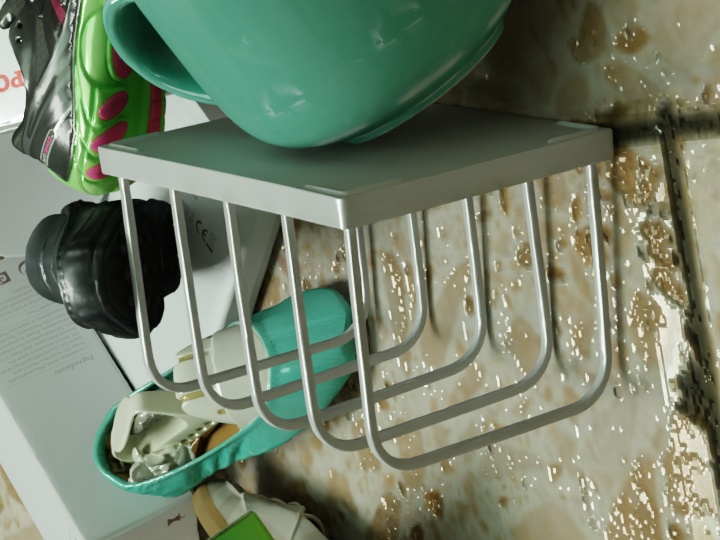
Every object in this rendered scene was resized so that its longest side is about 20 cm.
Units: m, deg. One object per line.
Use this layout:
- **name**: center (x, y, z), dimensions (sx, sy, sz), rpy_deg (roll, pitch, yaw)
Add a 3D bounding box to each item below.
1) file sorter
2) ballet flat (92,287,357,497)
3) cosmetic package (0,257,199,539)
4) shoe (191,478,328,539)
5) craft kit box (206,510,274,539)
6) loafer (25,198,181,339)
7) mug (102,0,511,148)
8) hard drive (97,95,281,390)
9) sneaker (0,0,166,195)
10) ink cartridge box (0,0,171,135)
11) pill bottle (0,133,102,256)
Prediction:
- **file sorter**: center (0.000, 0.000, 1.024), dimensions (0.200, 0.139, 0.125), rpy_deg (14, 115, 55)
- **ballet flat**: center (-0.077, 0.069, 1.200), dimensions (0.200, 0.070, 0.067), rpy_deg (-37, 60, 45)
- **cosmetic package**: center (-0.171, 0.096, 1.357), dimensions (0.200, 0.071, 0.102), rpy_deg (54, 158, 30)
- **shoe**: center (-0.022, 0.163, 1.203), dimensions (0.200, 0.053, 0.070), rpy_deg (43, 170, 46)
- **craft kit box**: center (-0.019, 0.229, 1.130), dimensions (0.200, 0.048, 0.198), rpy_deg (54, 161, 13)
- **loafer**: center (-0.132, -0.001, 1.155), dimensions (0.201, 0.070, 0.068), rpy_deg (-80, -17, -84)
- **mug**: center (-0.013, -0.124, 0.987), dimensions (0.114, 0.152, 0.185), rpy_deg (51, 167, -16)
- **hard drive**: center (-0.100, -0.016, 1.271), dimensions (0.132, 0.027, 0.200), rpy_deg (53, 140, 32)
- **sneaker**: center (-0.131, -0.137, 1.084), dimensions (0.084, 0.077, 0.201), rpy_deg (15, 101, 29)
- **ink cartridge box**: center (-0.140, -0.180, 1.177), dimensions (0.145, 0.084, 0.201), rpy_deg (-11, 92, 33)
- **pill bottle**: center (-0.227, -0.099, 1.341), dimensions (0.200, 0.113, 0.114), rpy_deg (47, 138, 46)
